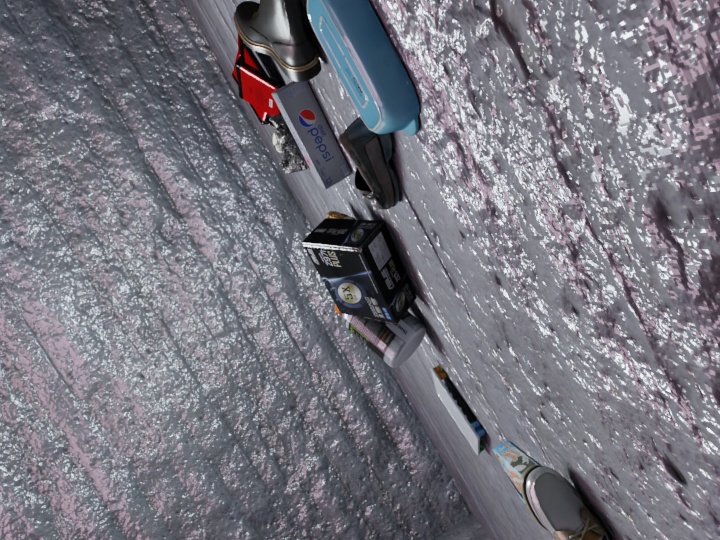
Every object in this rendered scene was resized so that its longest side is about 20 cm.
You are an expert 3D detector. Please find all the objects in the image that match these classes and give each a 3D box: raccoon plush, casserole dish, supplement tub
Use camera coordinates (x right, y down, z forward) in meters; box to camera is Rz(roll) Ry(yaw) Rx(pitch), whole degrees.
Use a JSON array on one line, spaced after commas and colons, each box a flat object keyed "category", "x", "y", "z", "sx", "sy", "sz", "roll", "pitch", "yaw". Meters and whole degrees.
[{"category": "raccoon plush", "x": -0.121, "y": -0.297, "z": 1.180, "sx": 0.199, "sy": 0.096, "sz": 0.135, "roll": 4, "pitch": 116, "yaw": 47}, {"category": "casserole dish", "x": -0.003, "y": -0.225, "z": 0.556, "sx": 0.201, "sy": 0.039, "sz": 0.121, "roll": 60, "pitch": 175, "yaw": -7}, {"category": "supplement tub", "x": 0.042, "y": 0.117, "z": 1.221, "sx": 0.200, "sy": 0.123, "sz": 0.123, "roll": 39, "pitch": 167, "yaw": 21}]

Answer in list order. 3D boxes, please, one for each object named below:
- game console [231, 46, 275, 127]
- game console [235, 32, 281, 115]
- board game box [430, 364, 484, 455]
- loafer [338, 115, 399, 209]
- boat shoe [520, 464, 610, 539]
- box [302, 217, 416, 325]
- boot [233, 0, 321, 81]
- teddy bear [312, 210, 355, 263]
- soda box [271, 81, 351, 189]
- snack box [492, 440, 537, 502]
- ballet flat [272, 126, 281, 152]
[{"category": "game console", "x": -0.269, "y": -0.517, "z": 1.512, "sx": 0.201, "sy": 0.118, "sz": 0.173, "roll": 57, "pitch": 143, "yaw": 17}, {"category": "game console", "x": -0.246, "y": -0.492, "z": 1.297, "sx": 0.171, "sy": 0.120, "sz": 0.200, "roll": 29, "pitch": 173, "yaw": -7}, {"category": "board game box", "x": 0.247, "y": 0.352, "z": 1.331, "sx": 0.201, "sy": 0.026, "sz": 0.201, "roll": 56, "pitch": 174, "yaw": 31}, {"category": "loafer", "x": 0.009, "y": -0.141, "z": 0.734, "sx": 0.072, "sy": 0.063, "sz": 0.200, "roll": 57, "pitch": 174, "yaw": 24}, {"category": "boat shoe", "x": 0.296, "y": 0.351, "z": 0.713, "sx": 0.201, "sy": 0.075, "sz": 0.068, "roll": 53, "pitch": 168, "yaw": -1}, {"category": "box", "x": 0.000, "y": 0.000, "z": 1.074, "sx": 0.163, "sy": 0.086, "sz": 0.201, "roll": 9, "pitch": 136, "yaw": 41}, {"category": "boot", "x": -0.132, "y": -0.384, "z": 0.766, "sx": 0.200, "sy": 0.077, "sz": 0.139, "roll": 42, "pitch": 162, "yaw": 27}, {"category": "teddy bear", "x": -0.046, "y": -0.059, "z": 1.232, "sx": 0.144, "sy": 0.201, "sz": 0.067, "roll": 35, "pitch": 136, "yaw": -2}, {"category": "soda box", "x": -0.093, "y": -0.262, "z": 1.019, "sx": 0.201, "sy": 0.063, "sz": 0.068, "roll": 62, "pitch": 173, "yaw": -23}, {"category": "snack box", "x": 0.303, "y": 0.379, "z": 0.914, "sx": 0.117, "sy": 0.037, "sz": 0.200, "roll": 60, "pitch": 175, "yaw": -1}, {"category": "ballet flat", "x": -0.204, "y": -0.359, "z": 1.445, "sx": 0.068, "sy": 0.075, "sz": 0.200, "roll": 58, "pitch": 174, "yaw": 6}]
